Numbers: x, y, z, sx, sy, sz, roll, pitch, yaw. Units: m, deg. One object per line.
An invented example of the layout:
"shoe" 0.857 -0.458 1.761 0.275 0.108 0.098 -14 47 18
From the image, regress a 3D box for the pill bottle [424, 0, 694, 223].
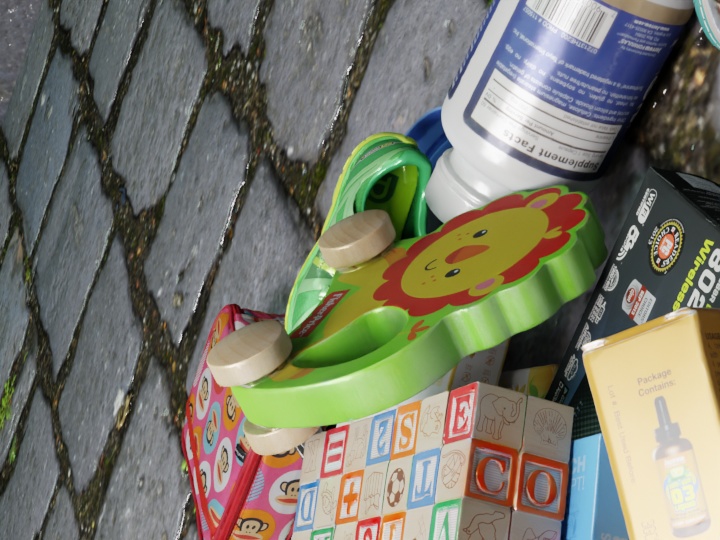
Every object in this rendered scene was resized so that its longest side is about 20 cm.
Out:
"pill bottle" 0.117 -0.114 1.032 0.201 0.110 0.111 -64 26 26

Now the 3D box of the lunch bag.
"lunch bag" -0.096 0.145 1.424 0.201 0.081 0.178 -111 37 -56

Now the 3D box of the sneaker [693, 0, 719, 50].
"sneaker" 0.209 -0.207 0.942 0.080 0.070 0.202 119 155 -74

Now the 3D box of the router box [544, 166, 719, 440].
"router box" 0.165 0.067 0.876 0.202 0.062 0.150 -68 25 17

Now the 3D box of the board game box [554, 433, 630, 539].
"board game box" 0.079 0.176 0.875 0.200 0.040 0.155 -29 50 60

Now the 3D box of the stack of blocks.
"stack of blocks" 0.030 0.136 0.886 0.200 0.058 0.116 -28 50 60

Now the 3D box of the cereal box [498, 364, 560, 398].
"cereal box" 0.076 0.140 1.070 0.200 0.039 0.146 -16 61 65

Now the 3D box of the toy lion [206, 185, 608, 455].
"toy lion" 0.039 0.018 0.950 0.190 0.069 0.200 -9 26 39

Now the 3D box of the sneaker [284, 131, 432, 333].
"sneaker" 0.000 0.000 1.183 0.083 0.073 0.202 -163 87 -71

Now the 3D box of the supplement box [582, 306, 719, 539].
"supplement box" 0.163 0.120 0.756 0.066 0.068 0.202 -23 76 38

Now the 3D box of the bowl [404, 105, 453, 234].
"bowl" 0.054 -0.016 1.212 0.201 0.039 0.203 -46 36 50

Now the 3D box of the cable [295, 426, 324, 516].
"cable" -0.033 0.157 1.196 0.097 0.050 0.202 42 155 55

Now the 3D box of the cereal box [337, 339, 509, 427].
"cereal box" 0.027 0.114 1.078 0.144 0.039 0.202 14 88 66
